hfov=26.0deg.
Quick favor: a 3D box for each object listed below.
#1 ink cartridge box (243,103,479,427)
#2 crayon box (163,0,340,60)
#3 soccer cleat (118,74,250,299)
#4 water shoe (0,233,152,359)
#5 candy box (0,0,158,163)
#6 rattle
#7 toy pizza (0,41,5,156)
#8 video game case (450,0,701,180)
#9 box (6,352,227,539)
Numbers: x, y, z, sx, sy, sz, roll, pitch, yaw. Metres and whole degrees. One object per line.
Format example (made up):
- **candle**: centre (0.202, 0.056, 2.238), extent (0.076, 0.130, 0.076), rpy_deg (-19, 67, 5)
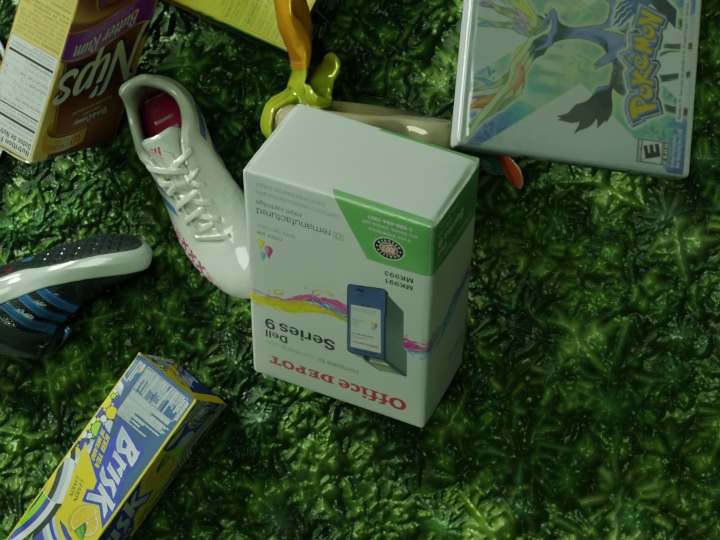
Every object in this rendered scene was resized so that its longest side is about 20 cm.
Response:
- **ink cartridge box**: centre (0.000, 0.000, 1.122), extent (0.145, 0.201, 0.088), rpy_deg (18, 47, 17)
- **crayon box**: centre (-0.104, -0.264, 1.262), extent (0.199, 0.051, 0.127), rpy_deg (27, 91, 16)
- **soccer cleat**: centre (-0.135, -0.066, 1.226), extent (0.070, 0.086, 0.201), rpy_deg (-32, 76, 9)
- **water shoe**: centre (-0.254, 0.028, 1.269), extent (0.199, 0.072, 0.079), rpy_deg (-15, 107, 12)
- **candy box**: centre (-0.216, -0.190, 1.216), extent (0.056, 0.117, 0.201), rpy_deg (30, 115, 16)
- **rattle**: centre (0.031, -0.145, 1.168), extent (0.199, 0.130, 0.144), rpy_deg (7, 84, 15)
- **toy pizza**: centre (-0.390, -0.141, 1.335), extent (0.199, 0.032, 0.201), rpy_deg (-2, 82, 15)
- **video game case**: centre (0.163, -0.177, 1.150), extent (0.181, 0.022, 0.201), rpy_deg (7, 84, -12)
- **box**: centre (-0.195, 0.165, 1.222), extent (0.064, 0.070, 0.200), rpy_deg (38, 94, 18)
